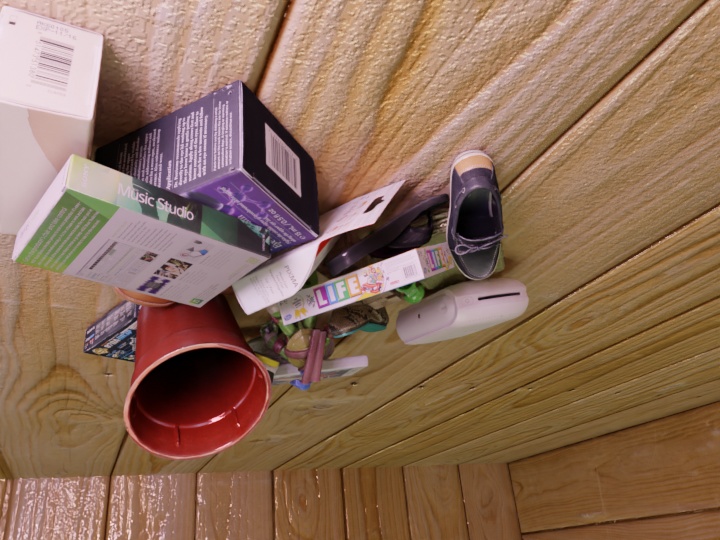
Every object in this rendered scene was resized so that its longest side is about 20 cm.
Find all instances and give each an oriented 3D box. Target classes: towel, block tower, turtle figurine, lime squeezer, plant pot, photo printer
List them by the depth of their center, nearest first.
[{"bbox_3d":[0.138,-0.033,0.840,0.144,0.038,0.200,-16,151,16],"label":"towel"},{"bbox_3d":[-0.247,0.128,0.841,0.194,0.196,0.206,-12,126,-17],"label":"plant pot"},{"bbox_3d":[0.000,0.000,0.855,0.056,0.056,0.199,-20,151,25],"label":"block tower"},{"bbox_3d":[0.068,0.008,0.868,0.037,0.073,0.200,-19,151,16],"label":"lime squeezer"},{"bbox_3d":[-0.102,0.070,0.949,0.139,0.203,0.198,9,138,19],"label":"turtle figurine"},{"bbox_3d":[0.172,0.068,0.959,0.161,0.072,0.199,-5,165,-28],"label":"photo printer"}]

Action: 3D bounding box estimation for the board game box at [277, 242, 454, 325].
[{"bbox_3d":[0.009,0.015,0.723,0.195,0.035,0.134,-20,178,25],"label":"board game box"}]

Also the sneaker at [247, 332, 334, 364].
[{"bbox_3d":[-0.150,0.149,1.122,0.193,0.077,0.082,-2,-176,-19],"label":"sneaker"}]

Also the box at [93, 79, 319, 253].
[{"bbox_3d":[-0.162,-0.081,0.603,0.195,0.108,0.148,-18,152,21],"label":"box"}]

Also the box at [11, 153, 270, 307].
[{"bbox_3d":[-0.204,-0.025,0.546,0.197,0.037,0.142,19,144,-42],"label":"box"}]

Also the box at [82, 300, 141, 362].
[{"bbox_3d":[-0.365,0.109,0.997,0.197,0.047,0.156,-28,146,36],"label":"box"}]

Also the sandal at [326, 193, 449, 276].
[{"bbox_3d":[0.041,-0.035,0.701,0.198,0.049,0.075,-34,-177,-31],"label":"sandal"}]

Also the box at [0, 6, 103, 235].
[{"bbox_3d":[-0.285,-0.117,0.518,0.075,0.098,0.200,7,152,-26],"label":"box"}]

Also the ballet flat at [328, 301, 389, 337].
[{"bbox_3d":[-0.006,0.066,0.933,0.066,0.078,0.199,-14,173,20],"label":"ballet flat"}]

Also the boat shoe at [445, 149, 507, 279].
[{"bbox_3d":[0.145,-0.052,0.719,0.072,0.064,0.203,-9,137,4],"label":"boat shoe"}]

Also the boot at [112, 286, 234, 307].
[{"bbox_3d":[-0.221,-0.019,0.753,0.194,0.076,0.155,-6,158,-31],"label":"boot"}]

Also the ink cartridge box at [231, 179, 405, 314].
[{"bbox_3d":[-0.039,-0.032,0.681,0.195,0.161,0.048,-20,107,25],"label":"ink cartridge box"}]

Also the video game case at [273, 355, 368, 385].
[{"bbox_3d":[-0.095,0.193,1.085,0.193,0.024,0.182,-4,165,-12],"label":"video game case"}]

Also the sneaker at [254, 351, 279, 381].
[{"bbox_3d":[-0.211,0.191,0.943,0.073,0.087,0.198,29,145,-29],"label":"sneaker"}]
